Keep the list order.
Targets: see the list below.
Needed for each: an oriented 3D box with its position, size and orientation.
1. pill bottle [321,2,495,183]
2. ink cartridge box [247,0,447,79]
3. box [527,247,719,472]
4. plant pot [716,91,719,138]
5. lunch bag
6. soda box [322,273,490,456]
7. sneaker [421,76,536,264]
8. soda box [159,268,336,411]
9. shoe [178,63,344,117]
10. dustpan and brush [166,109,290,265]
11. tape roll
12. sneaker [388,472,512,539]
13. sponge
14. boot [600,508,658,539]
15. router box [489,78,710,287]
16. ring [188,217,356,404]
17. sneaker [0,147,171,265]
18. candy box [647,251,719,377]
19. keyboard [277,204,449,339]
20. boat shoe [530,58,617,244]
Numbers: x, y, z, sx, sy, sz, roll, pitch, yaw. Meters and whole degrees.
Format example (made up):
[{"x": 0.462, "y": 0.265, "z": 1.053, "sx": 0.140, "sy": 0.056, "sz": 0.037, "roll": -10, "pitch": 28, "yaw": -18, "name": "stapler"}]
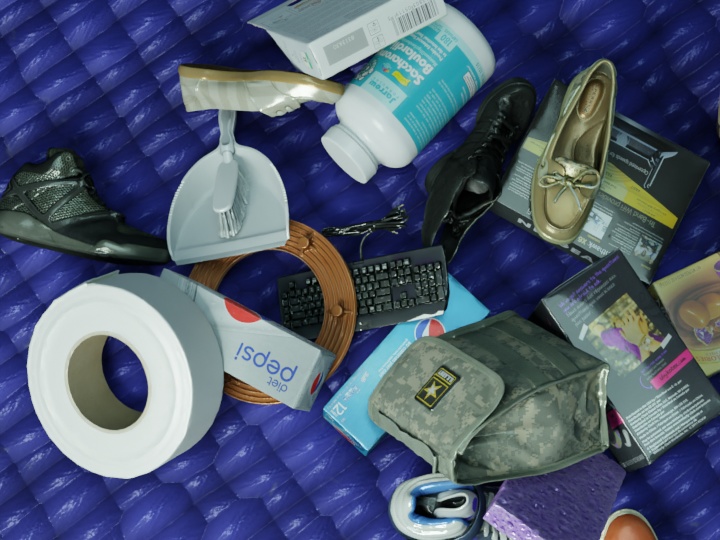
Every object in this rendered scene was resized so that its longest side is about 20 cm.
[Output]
[{"x": 0.048, "y": -0.191, "z": 1.575, "sx": 0.111, "sy": 0.111, "sz": 0.200, "roll": 41, "pitch": 80, "yaw": 7, "name": "pill bottle"}, {"x": -0.019, "y": -0.276, "z": 1.569, "sx": 0.160, "sy": 0.200, "sz": 0.051, "roll": -30, "pitch": 114, "yaw": -14, "name": "ink cartridge box"}, {"x": 0.276, "y": 0.097, "z": 1.511, "sx": 0.105, "sy": 0.122, "sz": 0.201, "roll": -31, "pitch": 79, "yaw": -8, "name": "box"}, {"x": 0.480, "y": -0.160, "z": 1.516, "sx": 0.177, "sy": 0.201, "sz": 0.202, "roll": -5, "pitch": 51, "yaw": 4, "name": "plant pot"}, {"x": 0.123, "y": 0.133, "z": 1.438, "sx": 0.198, "sy": 0.164, "sz": 0.119, "roll": -17, "pitch": 115, "yaw": -26, "name": "lunch bag"}, {"x": 0.048, "y": 0.100, "z": 1.535, "sx": 0.068, "sy": 0.064, "sz": 0.200, "roll": 41, "pitch": 80, "yaw": 7, "name": "soda box"}, {"x": 0.132, "y": -0.110, "z": 1.548, "sx": 0.060, "sy": 0.104, "sz": 0.200, "roll": 35, "pitch": 104, "yaw": -26, "name": "sneaker"}, {"x": -0.129, "y": 0.072, "z": 1.500, "sx": 0.198, "sy": 0.063, "sz": 0.069, "roll": 27, "pitch": 90, "yaw": 17, "name": "soda box"}, {"x": -0.109, "y": -0.193, "z": 1.568, "sx": 0.197, "sy": 0.070, "sz": 0.054, "roll": 8, "pitch": 99, "yaw": 22, "name": "shoe"}, {"x": -0.145, "y": -0.108, "z": 1.574, "sx": 0.137, "sy": 0.058, "sz": 0.202, "roll": -10, "pitch": 47, "yaw": 11, "name": "dustpan and brush"}, {"x": -0.243, "y": 0.106, "z": 1.474, "sx": 0.200, "sy": 0.071, "sz": 0.206, "roll": 5, "pitch": 103, "yaw": 23, "name": "tape roll"}, {"x": 0.126, "y": 0.253, "z": 1.460, "sx": 0.197, "sy": 0.147, "sz": 0.082, "roll": 7, "pitch": 77, "yaw": 1, "name": "sneaker"}, {"x": 0.201, "y": 0.228, "z": 1.458, "sx": 0.111, "sy": 0.200, "sz": 0.030, "roll": 36, "pitch": 121, "yaw": 5, "name": "sponge"}, {"x": 0.291, "y": 0.343, "z": 1.468, "sx": 0.074, "sy": 0.107, "sz": 0.203, "roll": -6, "pitch": 76, "yaw": -1, "name": "boot"}, {"x": 0.263, "y": -0.094, "z": 1.589, "sx": 0.198, "sy": 0.052, "sz": 0.159, "roll": 29, "pitch": 79, "yaw": 5, "name": "router box"}, {"x": -0.101, "y": 0.042, "z": 1.540, "sx": 0.197, "sy": 0.019, "sz": 0.204, "roll": -2, "pitch": 83, "yaw": 15, "name": "ring"}, {"x": -0.293, "y": -0.070, "z": 1.558, "sx": 0.197, "sy": 0.076, "sz": 0.116, "roll": 15, "pitch": 84, "yaw": 7, "name": "sneaker"}, {"x": 0.425, "y": 0.030, "z": 1.565, "sx": 0.198, "sy": 0.057, "sz": 0.118, "roll": -24, "pitch": 79, "yaw": -5, "name": "candy box"}, {"x": 0.000, "y": 0.000, "z": 1.537, "sx": 0.197, "sy": 0.021, "sz": 0.129, "roll": -11, "pitch": 73, "yaw": 22, "name": "keyboard"}, {"x": 0.230, "y": -0.129, "z": 1.536, "sx": 0.072, "sy": 0.063, "sz": 0.203, "roll": 13, "pitch": 79, "yaw": 1, "name": "boat shoe"}]
